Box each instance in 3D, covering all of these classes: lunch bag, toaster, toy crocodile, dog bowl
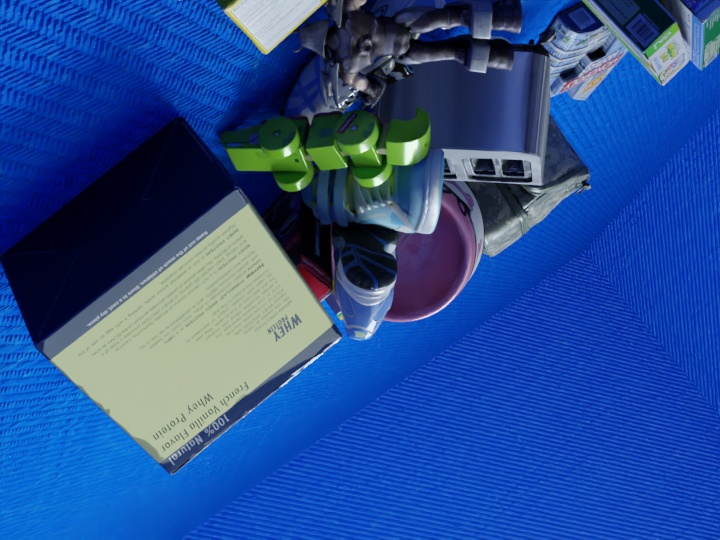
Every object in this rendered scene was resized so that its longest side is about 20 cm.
[{"bbox_3d":[0.172,-0.145,1.361,0.167,0.202,0.139,-33,167,3],"label":"lunch bag"},{"bbox_3d":[0.109,-0.163,1.125,0.178,0.121,0.200,3,172,10],"label":"toaster"},{"bbox_3d":[-0.033,-0.117,0.991,0.197,0.063,0.068,-1,149,19],"label":"toy crocodile"},{"bbox_3d":[0.047,-0.031,1.262,0.200,0.200,0.074,-42,-168,16],"label":"dog bowl"}]

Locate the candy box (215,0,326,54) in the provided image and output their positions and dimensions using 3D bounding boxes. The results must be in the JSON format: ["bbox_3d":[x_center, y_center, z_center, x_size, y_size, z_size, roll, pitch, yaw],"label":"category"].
[{"bbox_3d":[-0.019,-0.252,0.824,0.199,0.027,0.102,-41,164,4],"label":"candy box"}]

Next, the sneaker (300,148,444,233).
[{"bbox_3d":[0.008,-0.079,1.068,0.128,0.081,0.200,7,172,-8],"label":"sneaker"}]

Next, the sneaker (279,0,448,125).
[{"bbox_3d":[0.001,-0.186,1.008,0.200,0.073,0.072,-43,169,20],"label":"sneaker"}]

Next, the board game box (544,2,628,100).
[{"bbox_3d":[0.310,-0.300,1.524,0.199,0.062,0.200,-32,165,-31],"label":"board game box"}]

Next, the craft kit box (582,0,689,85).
[{"bbox_3d":[0.234,-0.278,1.063,0.048,0.201,0.197,-42,168,13],"label":"craft kit box"}]

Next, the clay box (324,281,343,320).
[{"bbox_3d":[0.014,-0.044,1.437,0.199,0.115,0.048,-40,167,-1],"label":"clay box"}]

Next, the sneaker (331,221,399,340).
[{"bbox_3d":[0.000,0.000,1.130,0.201,0.074,0.078,-79,179,-67],"label":"sneaker"}]

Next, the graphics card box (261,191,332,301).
[{"bbox_3d":[-0.087,-0.006,1.184,0.125,0.051,0.201,-45,-157,23],"label":"graphics card box"}]

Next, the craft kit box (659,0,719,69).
[{"bbox_3d":[0.294,-0.308,1.106,0.048,0.198,0.200,-44,167,10],"label":"craft kit box"}]

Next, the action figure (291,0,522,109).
[{"bbox_3d":[0.035,-0.200,0.931,0.196,0.070,0.132,-3,130,-12],"label":"action figure"}]

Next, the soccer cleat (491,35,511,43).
[{"bbox_3d":[0.106,-0.192,1.274,0.199,0.078,0.069,-40,167,6],"label":"soccer cleat"}]

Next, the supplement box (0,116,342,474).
[{"bbox_3d":[-0.158,0.024,0.933,0.199,0.134,0.201,-38,133,-3],"label":"supplement box"}]
